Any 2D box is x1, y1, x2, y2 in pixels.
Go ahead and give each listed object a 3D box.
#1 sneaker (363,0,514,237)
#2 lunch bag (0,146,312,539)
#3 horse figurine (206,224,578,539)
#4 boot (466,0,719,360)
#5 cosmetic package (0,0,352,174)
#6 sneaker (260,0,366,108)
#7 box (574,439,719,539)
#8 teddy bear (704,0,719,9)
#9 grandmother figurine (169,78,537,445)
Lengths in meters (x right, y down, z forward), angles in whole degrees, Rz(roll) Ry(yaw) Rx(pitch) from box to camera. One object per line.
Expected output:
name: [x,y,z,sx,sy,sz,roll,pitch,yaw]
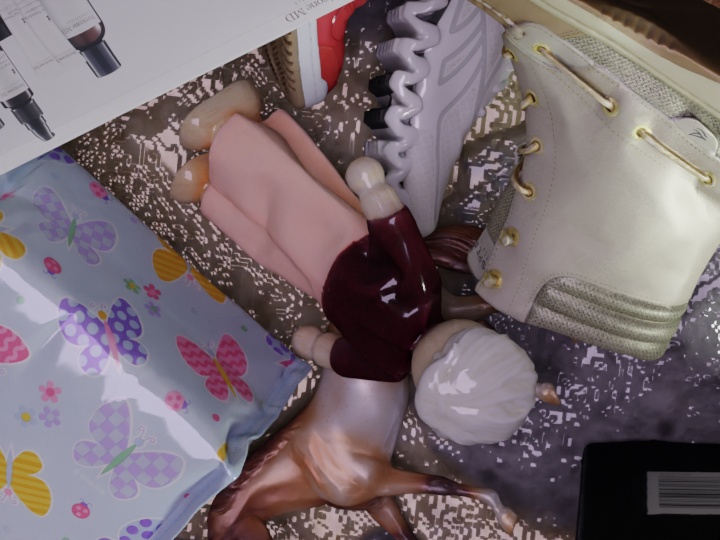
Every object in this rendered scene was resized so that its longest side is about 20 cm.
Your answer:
sneaker: [0.050,-0.108,1.323,0.081,0.075,0.201,11,96,-9]
lunch bag: [-0.151,0.066,1.338,0.170,0.127,0.200,41,121,-3]
horse figurine: [0.020,0.059,1.362,0.132,0.050,0.201,20,101,-4]
boot: [0.075,-0.062,1.259,0.200,0.072,0.155,31,123,0]
cosmetic package: [-0.098,-0.112,1.229,0.200,0.051,0.083,-25,118,20]
sneaker: [0.002,-0.165,1.278,0.112,0.071,0.200,-18,130,-16]
box: [0.148,0.191,1.297,0.117,0.197,0.201,0,99,5]
teddy bear: [0.194,-0.079,1.294,0.200,0.067,0.145,20,142,23]
grandmother figurine: [0.000,0.000,1.297,0.060,0.121,0.200,-33,62,-25]
